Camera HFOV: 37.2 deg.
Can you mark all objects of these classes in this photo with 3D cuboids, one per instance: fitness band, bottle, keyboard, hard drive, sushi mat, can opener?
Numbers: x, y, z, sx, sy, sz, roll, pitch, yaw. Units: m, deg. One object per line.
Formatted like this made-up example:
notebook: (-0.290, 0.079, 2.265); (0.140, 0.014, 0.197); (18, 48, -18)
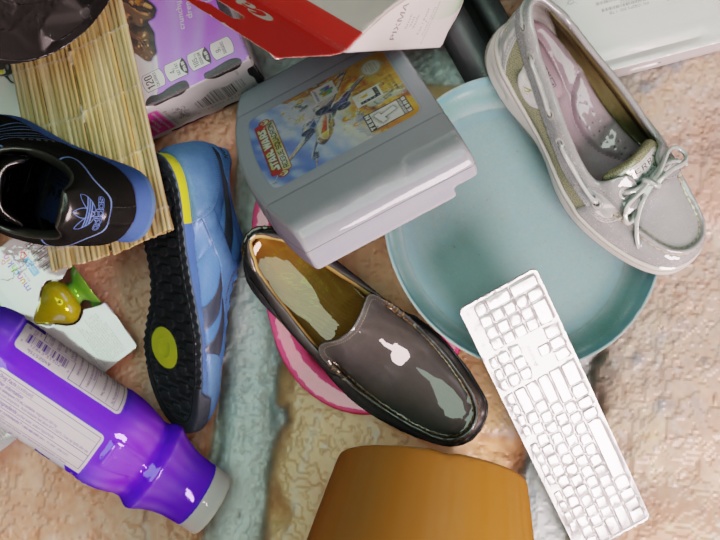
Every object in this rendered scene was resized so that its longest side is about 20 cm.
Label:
fitness band: (0.000, 0.000, 0.752); (0.142, 0.037, 0.202); (-14, 82, 4)
bottle: (-0.180, 0.104, 0.719); (0.199, 0.084, 0.066); (37, 89, -14)
keyboard: (0.129, 0.096, 0.701); (0.056, 0.011, 0.201); (-26, 108, 5)
hard drive: (0.178, -0.241, 0.765); (0.130, 0.026, 0.202); (-14, 83, 4)
sushi mat: (-0.186, -0.106, 0.715); (0.095, 0.012, 0.202); (-15, 83, 15)
can opener: (0.060, -0.223, 0.751); (0.053, 0.067, 0.202); (-25, 82, -17)

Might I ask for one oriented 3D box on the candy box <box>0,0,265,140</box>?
candy box: (-0.191, -0.174, 0.772); (0.198, 0.072, 0.169); (-24, 82, 3)

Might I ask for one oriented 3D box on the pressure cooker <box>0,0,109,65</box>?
pressure cooker: (-0.263, -0.233, 0.658); (0.199, 0.179, 0.176); (28, 68, 27)

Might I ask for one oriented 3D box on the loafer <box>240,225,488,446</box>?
loafer: (-0.003, 0.044, 0.696); (0.199, 0.072, 0.073); (37, 90, 10)

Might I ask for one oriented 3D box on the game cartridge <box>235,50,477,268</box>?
game cartridge: (-0.015, -0.087, 0.701); (0.132, 0.042, 0.201); (-24, 38, 0)

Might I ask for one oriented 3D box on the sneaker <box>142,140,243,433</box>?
sneaker: (-0.108, 0.011, 0.749); (0.065, 0.078, 0.203); (6, 103, 40)

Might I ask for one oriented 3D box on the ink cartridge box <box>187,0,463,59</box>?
ink cartridge box: (-0.046, -0.193, 0.685); (0.160, 0.199, 0.050); (34, 115, 21)

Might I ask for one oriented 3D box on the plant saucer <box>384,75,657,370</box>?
plant saucer: (0.109, -0.033, 0.727); (0.197, 0.027, 0.203); (2, 79, -10)

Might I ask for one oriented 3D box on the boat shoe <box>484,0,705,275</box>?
boat shoe: (0.158, -0.087, 0.699); (0.074, 0.065, 0.203); (-33, 87, -15)

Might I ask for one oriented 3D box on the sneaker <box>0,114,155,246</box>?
sneaker: (-0.227, -0.062, 0.677); (0.198, 0.078, 0.071); (14, 97, 26)

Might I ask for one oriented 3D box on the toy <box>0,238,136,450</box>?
toy: (-0.272, 0.069, 0.764); (0.199, 0.047, 0.116); (-37, 93, -7)

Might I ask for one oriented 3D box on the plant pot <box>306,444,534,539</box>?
plant pot: (0.033, 0.213, 0.659); (0.198, 0.201, 0.185); (8, 69, 7)
